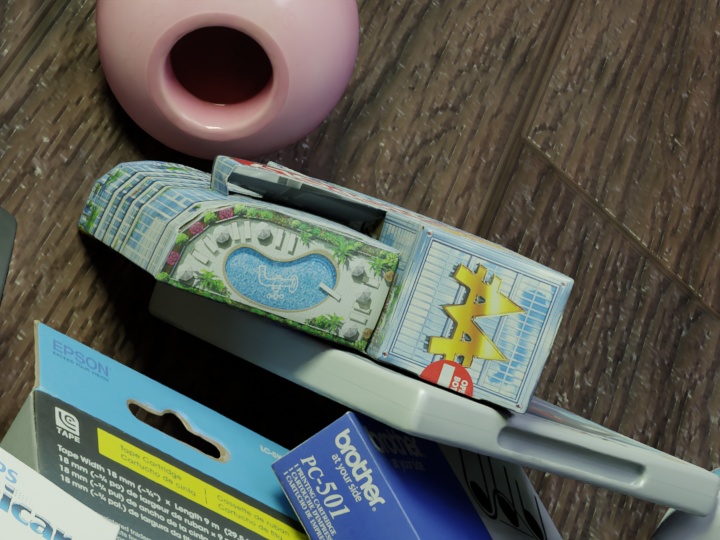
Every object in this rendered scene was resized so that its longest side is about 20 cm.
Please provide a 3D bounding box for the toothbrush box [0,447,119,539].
[{"bbox_3d":[-0.167,0.164,0.919,0.086,0.146,0.200,35,35,-20],"label":"toothbrush box"}]

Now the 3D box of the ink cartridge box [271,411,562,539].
[{"bbox_3d":[0.037,0.116,1.247,0.094,0.044,0.200,60,16,16],"label":"ink cartridge box"}]

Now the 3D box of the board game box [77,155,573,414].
[{"bbox_3d":[0.000,0.000,1.230,0.199,0.062,0.200,19,2,-21],"label":"board game box"}]

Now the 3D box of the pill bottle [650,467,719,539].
[{"bbox_3d":[0.186,0.146,1.349,0.109,0.109,0.200,52,9,5],"label":"pill bottle"}]

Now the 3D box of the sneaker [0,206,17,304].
[{"bbox_3d":[-0.188,0.042,1.115,0.082,0.072,0.201,14,40,-8],"label":"sneaker"}]

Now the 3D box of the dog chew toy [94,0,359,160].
[{"bbox_3d":[-0.059,-0.138,1.389,0.124,0.125,0.200,37,26,-17],"label":"dog chew toy"}]

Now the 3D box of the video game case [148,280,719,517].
[{"bbox_3d":[0.031,0.053,1.267,0.182,0.023,0.200,18,2,-39],"label":"video game case"}]

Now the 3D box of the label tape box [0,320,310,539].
[{"bbox_3d":[-0.082,0.130,1.124,0.144,0.063,0.200,30,27,-27],"label":"label tape box"}]
